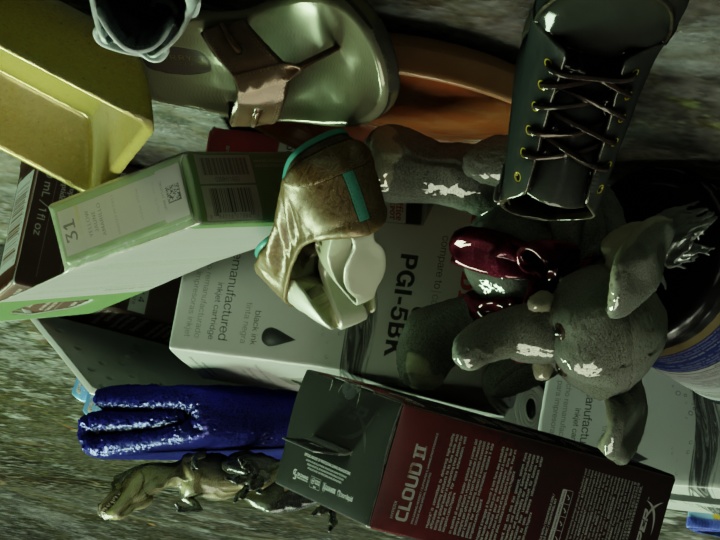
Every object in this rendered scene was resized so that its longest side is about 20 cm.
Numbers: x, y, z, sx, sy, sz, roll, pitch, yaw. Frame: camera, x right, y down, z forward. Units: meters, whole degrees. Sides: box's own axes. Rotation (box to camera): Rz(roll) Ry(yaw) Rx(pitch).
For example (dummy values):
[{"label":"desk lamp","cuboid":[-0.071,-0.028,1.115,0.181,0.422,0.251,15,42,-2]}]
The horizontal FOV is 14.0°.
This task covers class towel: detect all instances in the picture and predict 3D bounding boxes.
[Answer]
[{"label":"towel","cuboid":[-0.064,0.093,1.869,0.200,0.050,0.148,3,170,-39]}]

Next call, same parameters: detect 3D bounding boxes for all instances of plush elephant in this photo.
[{"label":"plush elephant","cuboid":[0.104,0.017,1.587,0.199,0.165,0.155,-3,-152,-1]}]

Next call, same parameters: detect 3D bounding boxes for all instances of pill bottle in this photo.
[{"label":"pill bottle","cuboid":[0.218,0.019,1.764,0.112,0.112,0.200,0,163,35]}]

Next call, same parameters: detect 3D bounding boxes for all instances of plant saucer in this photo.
[{"label":"plant saucer","cuboid":[-0.205,-0.121,1.573,0.200,0.049,0.200,27,165,-8]},{"label":"plant saucer","cuboid":[0.027,-0.092,1.629,0.200,0.032,0.200,9,165,2]}]

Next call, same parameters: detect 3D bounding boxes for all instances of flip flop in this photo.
[{"label":"flip flop","cuboid":[-0.062,-0.106,1.531,0.200,0.058,0.081,6,124,36]}]

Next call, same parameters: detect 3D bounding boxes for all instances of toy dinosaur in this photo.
[{"label":"toy dinosaur","cuboid":[-0.059,0.131,1.806,0.200,0.048,0.088,-1,-174,-21]}]

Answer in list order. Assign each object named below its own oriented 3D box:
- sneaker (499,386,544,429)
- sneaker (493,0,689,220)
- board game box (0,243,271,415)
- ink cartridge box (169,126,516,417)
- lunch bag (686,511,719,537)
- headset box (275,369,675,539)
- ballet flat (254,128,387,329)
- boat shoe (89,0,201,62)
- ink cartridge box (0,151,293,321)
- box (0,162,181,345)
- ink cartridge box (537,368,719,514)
[{"label":"sneaker","cuboid":[0.109,0.133,2.377,0.112,0.073,0.200,0,164,32]},{"label":"sneaker","cuboid":[0.114,-0.089,1.417,0.075,0.106,0.200,11,166,-1]},{"label":"board game box","cuboid":[-0.141,0.045,2.008,0.200,0.026,0.200,4,-153,-36]},{"label":"ink cartridge box","cuboid":[0.000,0.000,1.774,0.200,0.147,0.083,6,167,15]},{"label":"lunch bag","cuboid":[0.316,0.116,1.995,0.200,0.151,0.094,5,165,18]},{"label":"headset box","cuboid":[0.054,0.118,1.677,0.200,0.075,0.149,16,179,-24]},{"label":"ballet flat","cuboid":[-0.015,-0.010,1.593,0.068,0.072,0.200,-25,166,-16]},{"label":"boat shoe","cuboid":[-0.112,-0.142,1.444,0.070,0.072,0.201,11,168,-4]},{"label":"ink cartridge box","cuboid":[-0.129,-0.019,1.682,0.200,0.048,0.145,-18,173,32]},{"label":"box","cuboid":[-0.134,-0.007,1.944,0.200,0.100,0.075,14,166,-17]},{"label":"ink cartridge box","cuboid":[0.229,0.083,1.939,0.200,0.145,0.084,5,165,21]}]
